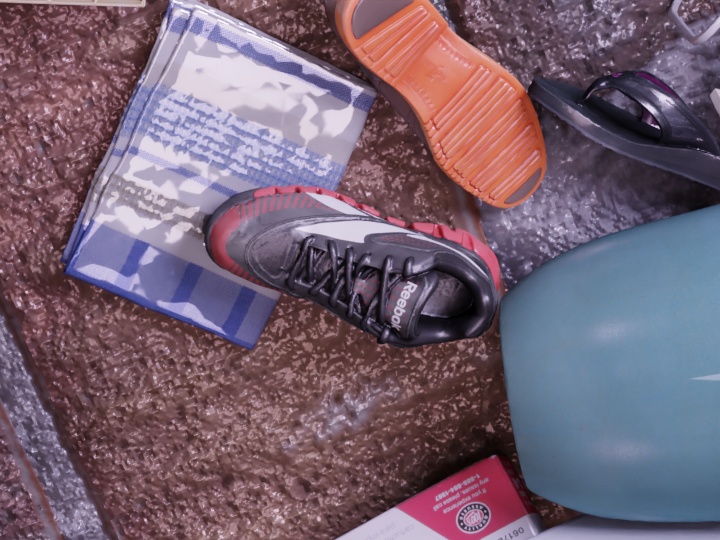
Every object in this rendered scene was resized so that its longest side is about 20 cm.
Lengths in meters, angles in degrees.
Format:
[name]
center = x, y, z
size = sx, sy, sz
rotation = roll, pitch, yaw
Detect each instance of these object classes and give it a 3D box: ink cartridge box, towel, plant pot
[ink cartridge box]
center = 0.077, 0.241, 1.276
size = 0.148, 0.086, 0.200
rotation = -29, 75, 3
[towel]
center = -0.092, -0.061, 1.256
size = 0.147, 0.024, 0.200
rotation = 23, 105, -11
[plant pot]
center = 0.174, 0.065, 1.221
size = 0.161, 0.201, 0.201
rotation = -8, 106, 9

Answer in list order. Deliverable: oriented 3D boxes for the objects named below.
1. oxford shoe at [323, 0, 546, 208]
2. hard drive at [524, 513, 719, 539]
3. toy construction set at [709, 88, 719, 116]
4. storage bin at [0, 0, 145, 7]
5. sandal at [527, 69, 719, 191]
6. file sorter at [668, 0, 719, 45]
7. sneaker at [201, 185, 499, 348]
[oxford shoe]
center = 0.048, -0.119, 1.229
size = 0.071, 0.073, 0.200
rotation = -42, 122, -2
[hard drive]
center = 0.203, 0.172, 1.227
size = 0.200, 0.132, 0.027
rotation = -17, 112, -43
[toy construction set]
center = 0.318, -0.130, 1.198
size = 0.200, 0.131, 0.092
rotation = -40, 62, 42
[storage bin]
center = -0.217, -0.262, 1.157
size = 0.198, 0.094, 0.200
rotation = 2, 106, -3
[sandal]
center = 0.198, -0.092, 1.238
size = 0.200, 0.075, 0.048
rotation = 19, 109, -17
[file sorter]
center = 0.195, -0.219, 1.168
size = 0.200, 0.139, 0.125
rotation = 34, 103, -11
[sneaker]
center = 0.000, 0.000, 1.225
size = 0.200, 0.098, 0.071
rotation = 14, 109, -15
